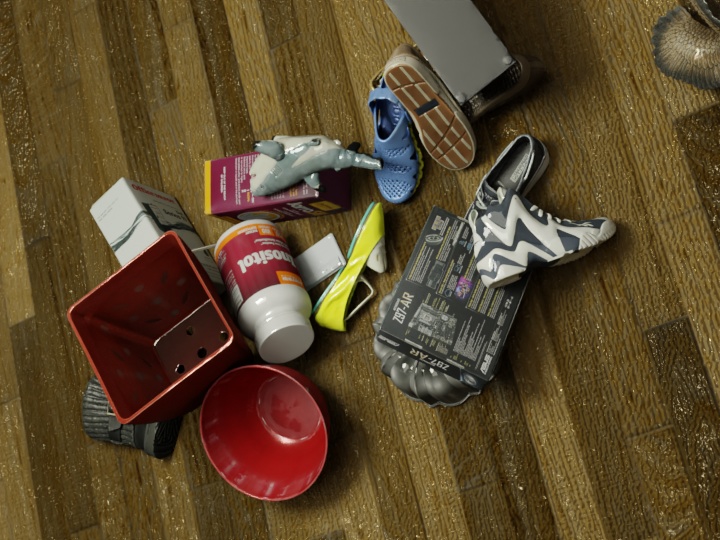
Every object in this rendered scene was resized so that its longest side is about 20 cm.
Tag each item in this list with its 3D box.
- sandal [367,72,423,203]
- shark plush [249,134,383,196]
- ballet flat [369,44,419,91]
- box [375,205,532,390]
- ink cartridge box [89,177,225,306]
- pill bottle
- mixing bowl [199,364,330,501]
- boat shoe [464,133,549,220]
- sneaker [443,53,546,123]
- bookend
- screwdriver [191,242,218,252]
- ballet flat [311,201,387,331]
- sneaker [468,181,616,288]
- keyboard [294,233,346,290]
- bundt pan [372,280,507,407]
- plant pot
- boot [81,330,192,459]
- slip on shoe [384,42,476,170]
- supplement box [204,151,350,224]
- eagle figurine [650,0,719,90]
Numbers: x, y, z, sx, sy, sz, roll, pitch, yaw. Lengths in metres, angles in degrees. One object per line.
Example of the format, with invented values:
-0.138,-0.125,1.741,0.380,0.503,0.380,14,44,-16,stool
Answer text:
0.044,-0.193,1.676,0.078,0.087,0.203,3,108,23,sandal
-0.063,-0.150,1.658,0.197,0.091,0.085,-3,101,5,shark plush
0.098,-0.309,1.706,0.199,0.063,0.069,-37,67,17,ballet flat
0.129,0.034,1.550,0.158,0.044,0.202,24,66,1,box
-0.315,-0.036,1.825,0.083,0.146,0.201,-42,66,14,ink cartridge box
-0.138,0.031,1.715,0.113,0.113,0.201,-38,52,16,pill bottle
-0.121,0.215,1.681,0.197,0.108,0.203,5,107,18,mixing bowl
0.189,-0.098,1.616,0.072,0.068,0.201,39,100,28,boat shoe
0.179,-0.248,1.656,0.199,0.075,0.072,-19,82,46,sneaker
0.122,-0.322,1.585,0.092,0.199,0.201,-36,85,9,bookend
-0.226,-0.033,1.763,0.028,0.198,0.030,14,119,48,screwdriver
0.000,0.000,1.708,0.067,0.067,0.202,30,99,7,ballet flat
0.232,-0.068,1.541,0.197,0.080,0.131,-20,80,-5,sneaker
-0.110,0.019,1.787,0.199,0.011,0.057,-34,62,18,keyboard
0.100,0.088,1.625,0.199,0.076,0.205,-5,79,27,bundt pan
-0.264,0.101,1.679,0.199,0.176,0.201,-36,64,6,plant pot
-0.354,0.181,1.843,0.156,0.079,0.214,15,88,29,boot
0.100,-0.228,1.624,0.075,0.200,0.061,-24,35,30,slip on shoe
-0.125,-0.128,1.762,0.197,0.110,0.087,-7,78,26,supplement box
0.458,-0.306,1.486,0.198,0.151,0.154,25,103,18,eagle figurine
